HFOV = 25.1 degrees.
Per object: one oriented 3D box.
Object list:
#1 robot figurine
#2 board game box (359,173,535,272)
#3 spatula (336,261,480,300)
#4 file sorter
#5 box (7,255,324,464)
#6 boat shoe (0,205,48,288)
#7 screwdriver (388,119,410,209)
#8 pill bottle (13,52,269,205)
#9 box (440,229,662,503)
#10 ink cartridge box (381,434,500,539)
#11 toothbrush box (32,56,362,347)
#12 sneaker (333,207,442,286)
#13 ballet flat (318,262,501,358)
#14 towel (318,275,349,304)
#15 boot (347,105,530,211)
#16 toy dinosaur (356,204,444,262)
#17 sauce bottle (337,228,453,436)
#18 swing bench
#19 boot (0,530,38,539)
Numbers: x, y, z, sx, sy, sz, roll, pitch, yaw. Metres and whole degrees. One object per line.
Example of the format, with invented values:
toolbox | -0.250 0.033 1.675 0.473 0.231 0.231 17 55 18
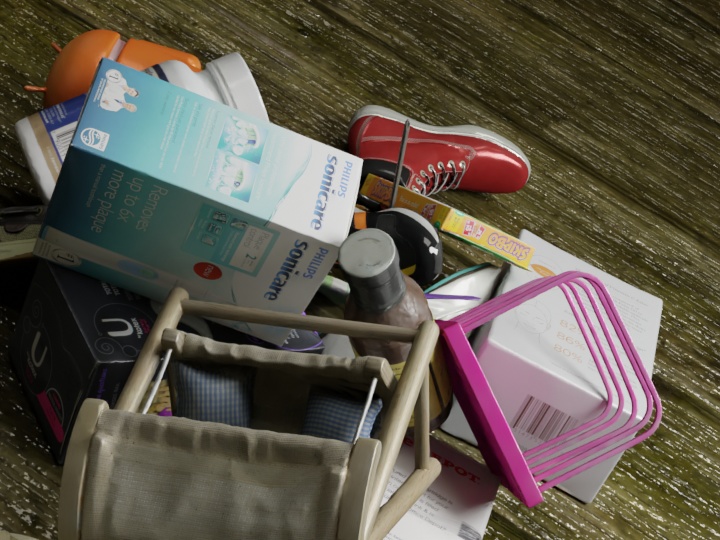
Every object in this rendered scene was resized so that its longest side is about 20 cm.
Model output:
robot figurine | -0.202 -0.147 1.474 0.198 0.145 0.117 23 -7 -7
board game box | 0.079 -0.044 1.465 0.095 0.030 0.200 24 5 -26
spatula | 0.000 0.000 1.296 0.198 0.021 0.057 19 3 7
file sorter | 0.138 0.079 1.235 0.200 0.124 0.140 155 -91 -87
box | -0.148 0.061 1.230 0.198 0.107 0.123 -1 42 -37
boat shoe | -0.209 -0.035 1.267 0.197 0.073 0.066 -8 70 5
screwdriver | 0.029 -0.055 1.442 0.028 0.202 0.029 25 38 17
pill bottle | -0.180 -0.109 1.360 0.198 0.112 0.111 -23 49 -9
box | 0.173 0.081 1.443 0.151 0.107 0.200 27 32 0
ink cartridge box | 0.006 0.198 1.173 0.144 0.084 0.200 29 32 1
toothbrush box | -0.117 -0.044 1.150 0.198 0.147 0.086 20 54 -12
sneaker | -0.019 -0.022 1.417 0.089 0.071 0.199 -21 30 -40
ballet flat | 0.050 0.056 1.407 0.198 0.070 0.070 -21 53 -27
towel | -0.090 -0.008 1.381 0.198 0.024 0.152 21 -2 -12
boot | 0.082 -0.091 1.656 0.198 0.073 0.145 12 35 -9
toy dinosaur | -0.013 -0.047 1.551 0.200 0.061 0.106 40 11 18
sauce bottle | 0.024 0.044 1.148 0.064 0.201 0.065 -6 53 8
swing bench | -0.067 0.123 1.041 0.197 0.131 0.200 6 29 17
boot | -0.272 0.206 0.963 0.154 0.073 0.201 26 30 -5
